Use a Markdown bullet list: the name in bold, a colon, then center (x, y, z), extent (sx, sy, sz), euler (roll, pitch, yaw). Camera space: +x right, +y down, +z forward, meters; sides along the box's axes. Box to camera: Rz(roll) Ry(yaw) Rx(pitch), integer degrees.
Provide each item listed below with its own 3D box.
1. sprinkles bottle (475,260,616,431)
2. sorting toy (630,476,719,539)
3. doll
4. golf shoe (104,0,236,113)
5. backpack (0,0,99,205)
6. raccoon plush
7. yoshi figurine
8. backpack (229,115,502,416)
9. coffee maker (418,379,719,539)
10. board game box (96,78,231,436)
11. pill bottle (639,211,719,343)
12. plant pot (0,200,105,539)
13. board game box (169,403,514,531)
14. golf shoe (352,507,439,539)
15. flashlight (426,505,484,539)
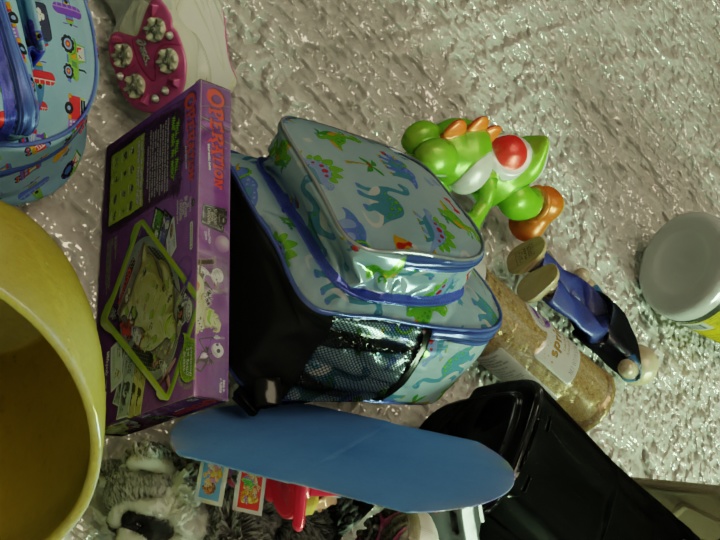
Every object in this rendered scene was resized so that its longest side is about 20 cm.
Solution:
- **sprinkles bottle**: center (0.128, 0.060, 0.905), extent (0.200, 0.068, 0.068), euler (39, 52, -23)
- **sorting toy**: center (0.288, 0.238, 0.891), extent (0.036, 0.200, 0.185), euler (-41, 102, -20)
- **doll**: center (0.214, 0.044, 0.987), extent (0.200, 0.048, 0.137), euler (38, 24, -32)
- **golf shoe**: center (-0.145, -0.205, 0.780), extent (0.091, 0.075, 0.201), euler (-1, 76, -57)
- **backpack**: center (-0.235, -0.127, 0.618), extent (0.199, 0.134, 0.184), euler (-2, 74, -42)
- **raccoon plush**: center (-0.080, 0.142, 0.696), extent (0.134, 0.097, 0.200), euler (53, 30, 1)
- **yoshi figurine**: center (0.084, -0.075, 0.916), extent (0.200, 0.112, 0.113), euler (10, 96, -52)
- **backpack**: center (0.000, 0.000, 0.735), extent (0.199, 0.147, 0.183), euler (14, 32, -42)
- **coffee maker**: center (0.153, 0.176, 0.796), extent (0.200, 0.192, 0.135), euler (42, 32, -23)
- **board game box**: center (-0.125, -0.006, 0.675), extent (0.032, 0.120, 0.201), euler (13, 66, -35)
- **pill bottle**: center (0.393, 0.022, 1.118), extent (0.199, 0.112, 0.113), euler (22, 60, -34)
- **plant pot**: center (-0.217, 0.037, 0.551), extent (0.200, 0.200, 0.142), euler (42, 22, -20)
- **board game box**: center (-0.011, 0.122, 0.628), extent (0.158, 0.199, 0.039), euler (-10, 109, -69)
- **golf shoe**: center (0.028, 0.229, 0.678), extent (0.092, 0.201, 0.073), euler (4, 29, -13)
- **flashlight**: center (0.058, 0.211, 0.725), extent (0.068, 0.067, 0.201), euler (-74, 156, -57)
